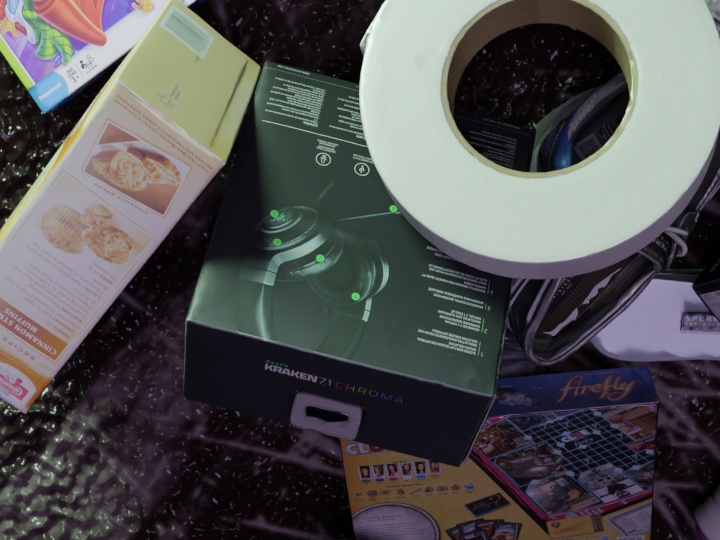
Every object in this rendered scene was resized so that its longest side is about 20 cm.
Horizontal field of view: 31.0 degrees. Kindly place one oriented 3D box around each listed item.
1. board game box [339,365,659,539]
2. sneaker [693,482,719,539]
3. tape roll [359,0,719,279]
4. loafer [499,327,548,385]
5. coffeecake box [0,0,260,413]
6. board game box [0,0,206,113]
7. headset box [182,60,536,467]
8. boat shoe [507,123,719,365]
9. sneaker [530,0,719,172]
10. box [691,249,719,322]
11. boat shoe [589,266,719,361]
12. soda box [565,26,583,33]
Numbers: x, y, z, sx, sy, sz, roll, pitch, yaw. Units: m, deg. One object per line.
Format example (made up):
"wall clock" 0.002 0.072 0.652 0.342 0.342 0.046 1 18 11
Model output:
"board game box" 0.089 0.130 0.840 0.196 0.035 0.137 -5 128 3
"sneaker" 0.322 0.186 0.849 0.198 0.075 0.100 31 102 -4
"tape roll" 0.097 -0.097 0.710 0.199 0.037 0.206 -3 75 11
"loafer" 0.026 0.055 0.837 0.196 0.073 0.074 7 106 2
"coffeecake box" -0.151 -0.041 0.757 0.073 0.154 0.200 36 113 -14
"board game box" -0.152 -0.211 0.800 0.199 0.045 0.135 -34 98 8
"headset box" 0.000 0.000 0.756 0.171 0.202 0.093 13 147 -1
"boat shoe" 0.160 -0.023 0.746 0.071 0.071 0.201 27 113 -21
"sneaker" 0.189 -0.108 0.789 0.200 0.085 0.077 -44 97 9
"box" 0.293 -0.055 0.721 0.046 0.159 0.200 46 69 -7
"boat shoe" 0.238 0.031 0.824 0.196 0.068 0.075 -1 103 9
"soda box" 0.069 -0.226 0.780 0.198 0.063 0.071 33 101 -5
